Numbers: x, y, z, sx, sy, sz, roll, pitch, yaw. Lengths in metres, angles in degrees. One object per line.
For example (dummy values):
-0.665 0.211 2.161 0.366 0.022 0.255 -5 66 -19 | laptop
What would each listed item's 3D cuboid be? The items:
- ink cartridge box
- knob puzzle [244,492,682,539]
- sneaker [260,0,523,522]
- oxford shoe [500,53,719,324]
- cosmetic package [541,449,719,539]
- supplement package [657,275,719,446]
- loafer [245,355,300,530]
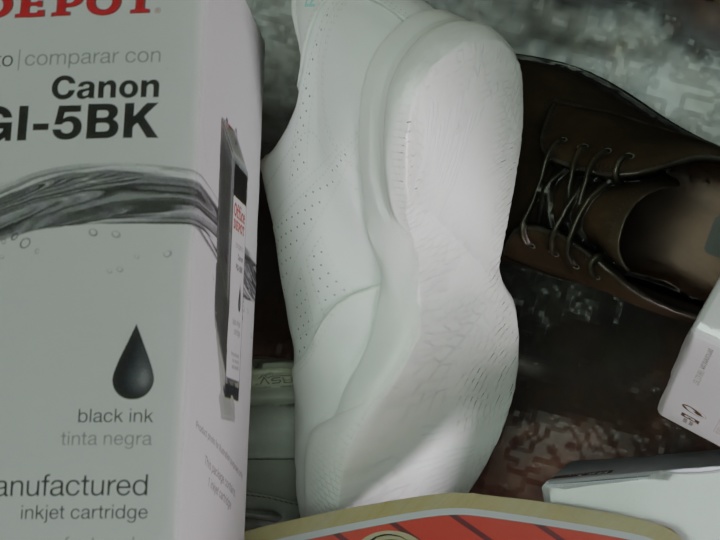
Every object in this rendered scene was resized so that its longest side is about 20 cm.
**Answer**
-0.109 0.009 0.768 0.147 0.083 0.200 -2 71 9 | ink cartridge box
0.024 0.126 0.747 0.219 0.220 0.030 4 134 10 | knob puzzle
0.000 0.000 0.837 0.088 0.075 0.200 31 126 38 | sneaker
0.072 -0.029 0.850 0.200 0.084 0.073 15 95 11 | oxford shoe
0.122 0.156 0.845 0.107 0.090 0.200 -4 88 10 | cosmetic package
0.202 0.027 0.737 0.200 0.120 0.121 29 78 8 | supplement package
-0.106 0.069 0.866 0.200 0.070 0.070 -4 90 -10 | loafer
